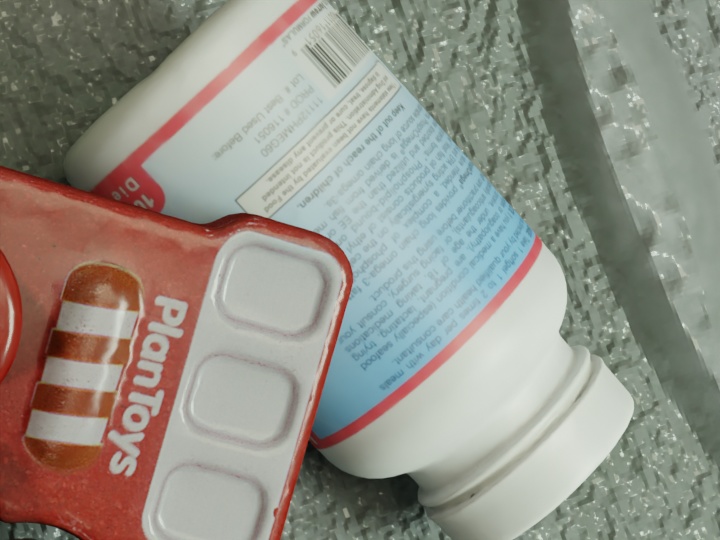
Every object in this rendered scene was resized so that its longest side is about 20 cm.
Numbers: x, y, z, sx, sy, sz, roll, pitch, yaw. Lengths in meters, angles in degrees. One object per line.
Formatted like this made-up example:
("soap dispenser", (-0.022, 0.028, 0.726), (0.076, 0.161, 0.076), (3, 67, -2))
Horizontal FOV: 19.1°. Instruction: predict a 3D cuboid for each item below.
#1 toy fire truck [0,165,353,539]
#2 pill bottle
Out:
("toy fire truck", (-0.101, 0.067, 0.659), (0.168, 0.112, 0.200), (15, 88, -11))
("pill bottle", (0.000, 0.000, 0.747), (0.200, 0.109, 0.109), (48, 64, -6))
